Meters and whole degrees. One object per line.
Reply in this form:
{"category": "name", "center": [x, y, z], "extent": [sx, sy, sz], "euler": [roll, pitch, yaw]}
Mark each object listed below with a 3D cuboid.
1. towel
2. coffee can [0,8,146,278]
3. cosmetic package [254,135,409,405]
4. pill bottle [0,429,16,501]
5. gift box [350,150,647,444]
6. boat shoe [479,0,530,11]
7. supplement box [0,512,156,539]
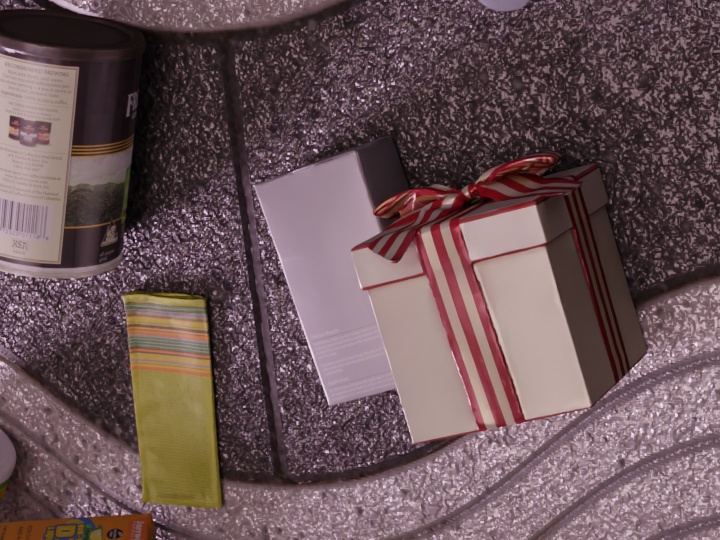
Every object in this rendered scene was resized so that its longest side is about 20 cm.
{"category": "towel", "center": [-0.171, 0.119, 1.734], "extent": [0.085, 0.018, 0.202], "euler": [3, 104, 25]}
{"category": "coffee can", "center": [-0.268, -0.112, 1.649], "extent": [0.145, 0.146, 0.202], "euler": [16, 109, 20]}
{"category": "cosmetic package", "center": [0.000, 0.000, 1.588], "extent": [0.106, 0.090, 0.202], "euler": [-14, 94, 27]}
{"category": "pill bottle", "center": [-0.412, 0.242, 1.824], "extent": [0.110, 0.111, 0.201], "euler": [32, 114, 14]}
{"category": "gift box", "center": [0.111, 0.014, 1.480], "extent": [0.183, 0.200, 0.189], "euler": [-15, 95, 22]}
{"category": "boat shoe", "center": [0.105, -0.301, 1.471], "extent": [0.073, 0.068, 0.201], "euler": [-6, 125, 15]}
{"category": "supplement box", "center": [-0.287, 0.271, 1.750], "extent": [0.197, 0.067, 0.069], "euler": [-3, 121, -1]}
